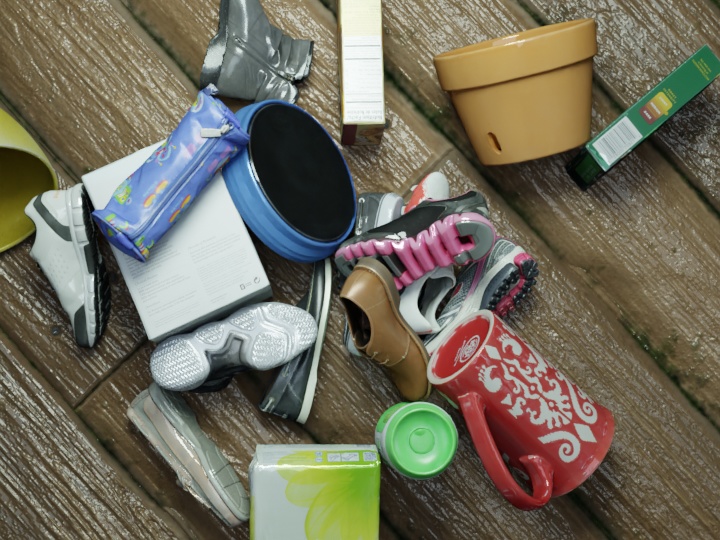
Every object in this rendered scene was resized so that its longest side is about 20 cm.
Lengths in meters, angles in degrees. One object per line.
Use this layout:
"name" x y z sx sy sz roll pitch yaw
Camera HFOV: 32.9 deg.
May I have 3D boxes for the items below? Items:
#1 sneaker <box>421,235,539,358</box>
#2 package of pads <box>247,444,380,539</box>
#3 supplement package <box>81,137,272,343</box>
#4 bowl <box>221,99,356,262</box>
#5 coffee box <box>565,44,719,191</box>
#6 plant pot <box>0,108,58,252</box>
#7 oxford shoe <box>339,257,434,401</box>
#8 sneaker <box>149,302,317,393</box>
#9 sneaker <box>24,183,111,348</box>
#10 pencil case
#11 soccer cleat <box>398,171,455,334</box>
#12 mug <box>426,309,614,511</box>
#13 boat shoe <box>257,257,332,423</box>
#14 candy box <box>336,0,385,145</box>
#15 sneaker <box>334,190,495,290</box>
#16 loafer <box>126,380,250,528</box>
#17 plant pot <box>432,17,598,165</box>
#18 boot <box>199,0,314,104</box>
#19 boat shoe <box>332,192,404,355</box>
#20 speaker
"sneaker" 0.131 0.049 1.489 0.200 0.080 0.075 -49 51 3
"package of pads" -0.055 0.302 1.420 0.152 0.068 0.203 1 105 -4
"supplement package" -0.210 -0.037 1.435 0.150 0.151 0.202 -24 86 -5
"bowl" -0.079 -0.109 1.436 0.039 0.200 0.203 -27 85 34
"coffee box" 0.347 -0.186 1.495 0.199 0.123 0.044 -40 86 -8
"plant pot" -0.472 -0.128 1.428 0.198 0.201 0.143 -27 62 -5
"oxford shoe" 0.025 0.085 1.421 0.071 0.071 0.201 -48 125 -33
"sneaker" -0.146 0.093 1.442 0.197 0.114 0.077 -16 80 -2
"sneaker" -0.346 -0.003 1.447 0.079 0.074 0.203 -4 107 2
"pencil case" -0.203 -0.104 1.324 0.078 0.087 0.200 43 84 -19
"soccer cleat" 0.086 -0.019 1.473 0.068 0.085 0.203 22 81 -44
"mug" 0.183 0.158 1.394 0.133 0.178 0.200 -42 108 14
"boat shoe" -0.074 0.079 1.469 0.067 0.072 0.203 13 86 -2
"candy box" -0.001 -0.264 1.488 0.054 0.115 0.203 -2 84 -2
"sneaker" 0.065 -0.042 1.424 0.197 0.079 0.096 -14 40 19
"loafer" -0.205 0.226 1.455 0.063 0.072 0.201 -37 81 10
"plant pot" 0.197 -0.211 1.464 0.197 0.200 0.142 -15 101 -4
"boot" -0.116 -0.299 1.517 0.130 0.070 0.203 15 94 -4
"boat shoe" 0.000 0.000 1.488 0.065 0.070 0.203 11 88 19
"speaker" 0.062 0.193 1.399 0.087 0.200 0.090 0 84 -3
